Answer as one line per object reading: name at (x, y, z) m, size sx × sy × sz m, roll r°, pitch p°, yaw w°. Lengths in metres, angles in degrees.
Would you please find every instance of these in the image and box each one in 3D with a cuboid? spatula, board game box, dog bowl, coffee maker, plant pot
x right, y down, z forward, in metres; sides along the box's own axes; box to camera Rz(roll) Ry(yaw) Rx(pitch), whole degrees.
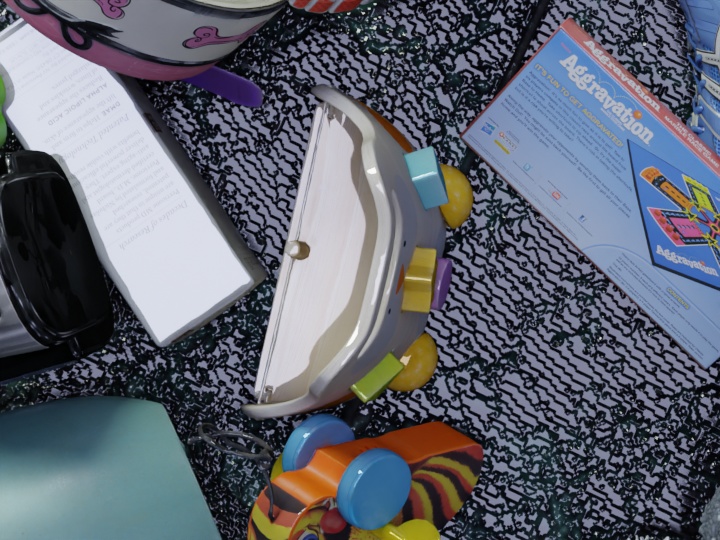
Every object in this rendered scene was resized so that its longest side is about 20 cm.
spatula at (-0.140, -0.154, 1.675) m, size 0.200 × 0.057 × 0.021 m, roll 39°, pitch 79°, yaw 8°
board game box at (0.161, -0.043, 1.649) m, size 0.200 × 0.019 × 0.103 m, roll 44°, pitch 127°, yaw 1°
dog bowl at (-0.134, -0.188, 1.605) m, size 0.200 × 0.200 × 0.074 m, roll 37°, pitch 121°, yaw 1°
coffee maker at (-0.248, 0.010, 1.576) m, size 0.200 × 0.192 × 0.135 m, roll -18°, pitch 115°, yaw 12°
plant pot at (-0.160, 0.162, 1.607) m, size 0.161 × 0.201 × 0.201 m, roll -23°, pitch 90°, yaw -5°

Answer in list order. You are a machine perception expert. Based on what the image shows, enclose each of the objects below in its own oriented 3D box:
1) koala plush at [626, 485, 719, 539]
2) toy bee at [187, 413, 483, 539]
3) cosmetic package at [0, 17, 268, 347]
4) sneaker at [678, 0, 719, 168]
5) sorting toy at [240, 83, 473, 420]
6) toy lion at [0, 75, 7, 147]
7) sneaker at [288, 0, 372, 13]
koala plush at (0.227, 0.182, 1.614) m, size 0.200 × 0.184 × 0.177 m, roll -39°, pitch 71°, yaw 27°
toy bee at (-0.025, 0.137, 1.623) m, size 0.200 × 0.131 × 0.109 m, roll 10°, pitch 106°, yaw -24°
cosmetic package at (-0.138, -0.057, 1.646) m, size 0.074 × 0.102 × 0.200 m, roll -35°, pitch 90°, yaw 3°
sneaker at (0.218, -0.102, 1.642) m, size 0.077 × 0.076 × 0.200 m, roll -27°, pitch 92°, yaw 3°
sorting toy at (0.000, 0.000, 1.601) m, size 0.107 × 0.180 × 0.200 m, roll 12°, pitch 92°, yaw 2°
toy lion at (-0.294, -0.118, 1.628) m, size 0.200 × 0.069 × 0.192 m, roll -16°, pitch 106°, yaw 43°
sneaker at (0.004, -0.201, 1.615) m, size 0.077 × 0.200 × 0.082 m, roll -39°, pitch 74°, yaw 36°
